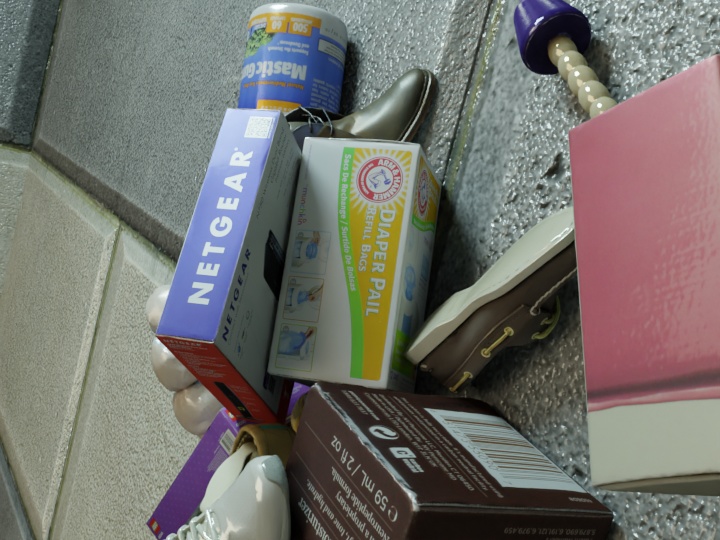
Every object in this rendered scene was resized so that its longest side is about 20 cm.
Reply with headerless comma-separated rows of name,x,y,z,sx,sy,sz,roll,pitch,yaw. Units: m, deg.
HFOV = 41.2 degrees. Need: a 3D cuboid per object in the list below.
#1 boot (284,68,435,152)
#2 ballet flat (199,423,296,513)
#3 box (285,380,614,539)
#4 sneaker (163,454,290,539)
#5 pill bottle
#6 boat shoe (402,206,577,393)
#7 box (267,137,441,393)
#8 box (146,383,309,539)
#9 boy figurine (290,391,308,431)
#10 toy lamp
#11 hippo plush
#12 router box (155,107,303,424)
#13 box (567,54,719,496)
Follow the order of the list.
boot,-0.021,-0.128,0.901,0.200,0.097,0.075,-49,31,11
ballet flat,-0.117,0.213,0.785,0.068,0.063,0.201,24,87,42
box,0.038,0.209,0.670,0.166,0.163,0.202,37,113,57
sneaker,-0.108,0.209,0.682,0.201,0.080,0.071,-62,30,28
pill bottle,-0.078,-0.175,1.040,0.112,0.111,0.202,-5,76,59
boat shoe,0.110,0.028,0.708,0.200,0.059,0.072,-44,5,41
box,0.000,0.000,0.809,0.100,0.112,0.202,6,79,16
box,-0.115,0.181,0.931,0.039,0.136,0.200,48,128,17
boy figurine,-0.020,0.163,0.836,0.125,0.064,0.200,64,167,5
toy lamp,0.160,-0.129,0.676,0.058,0.058,0.201,-54,40,36
hippo plush,-0.104,0.081,0.966,0.160,0.200,0.161,-19,72,8
router box,-0.085,0.002,0.785,0.180,0.048,0.202,65,-146,-61
box,0.194,0.012,0.500,0.109,0.127,0.202,-25,61,54
